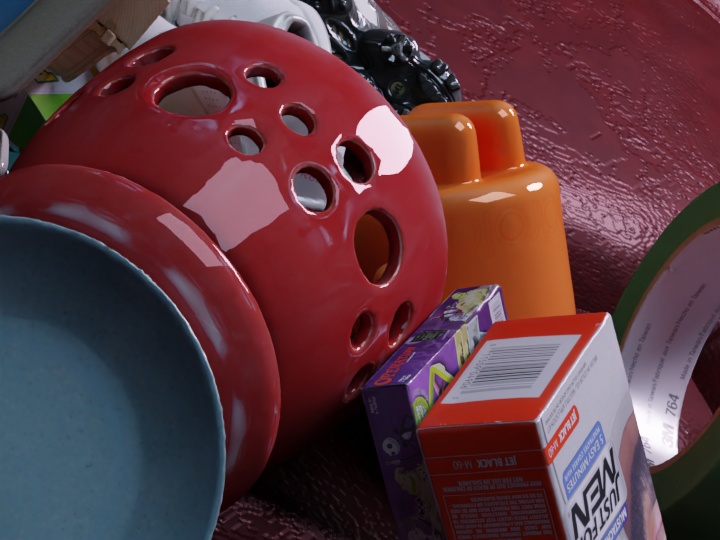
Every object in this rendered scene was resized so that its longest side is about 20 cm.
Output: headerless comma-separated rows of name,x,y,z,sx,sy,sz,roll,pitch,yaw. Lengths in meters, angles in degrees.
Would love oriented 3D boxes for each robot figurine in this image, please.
robot figurine,0.050,0.017,1.414,0.116,0.201,0.144,-8,10,0

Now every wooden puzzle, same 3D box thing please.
wooden puzzle,-0.133,-0.161,1.349,0.037,0.185,0.200,47,-2,-16

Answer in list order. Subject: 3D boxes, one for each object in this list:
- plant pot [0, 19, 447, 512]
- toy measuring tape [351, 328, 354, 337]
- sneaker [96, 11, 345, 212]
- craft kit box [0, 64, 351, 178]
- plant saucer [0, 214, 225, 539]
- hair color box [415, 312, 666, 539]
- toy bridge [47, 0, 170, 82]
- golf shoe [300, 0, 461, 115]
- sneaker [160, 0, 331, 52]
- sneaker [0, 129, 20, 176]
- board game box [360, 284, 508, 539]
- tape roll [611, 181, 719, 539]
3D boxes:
plant pot,-0.085,0.010,1.268,0.200,0.201,0.182,39,40,5
toy measuring tape,0.000,0.000,1.477,0.200,0.074,0.074,-8,52,-50
sneaker,-0.060,-0.095,1.416,0.078,0.100,0.200,10,24,-45
craft kit box,-0.131,-0.104,1.515,0.197,0.049,0.200,-6,51,-45
plant saucer,-0.154,0.079,1.151,0.201,0.201,0.039,40,-5,6
hair color box,0.094,0.133,1.268,0.111,0.064,0.201,-50,130,-56
toy bridge,-0.135,-0.127,1.403,0.027,0.067,0.200,40,2,-14
golf shoe,-0.025,-0.145,1.644,0.200,0.078,0.094,50,-3,2
sneaker,-0.081,-0.139,1.515,0.080,0.071,0.200,-2,41,-35
sneaker,-0.224,-0.073,1.341,0.199,0.080,0.072,23,33,-22
board game box,0.056,0.121,1.291,0.120,0.032,0.201,-47,127,-62
tape roll,0.190,0.048,1.474,0.048,0.201,0.201,24,33,-18
